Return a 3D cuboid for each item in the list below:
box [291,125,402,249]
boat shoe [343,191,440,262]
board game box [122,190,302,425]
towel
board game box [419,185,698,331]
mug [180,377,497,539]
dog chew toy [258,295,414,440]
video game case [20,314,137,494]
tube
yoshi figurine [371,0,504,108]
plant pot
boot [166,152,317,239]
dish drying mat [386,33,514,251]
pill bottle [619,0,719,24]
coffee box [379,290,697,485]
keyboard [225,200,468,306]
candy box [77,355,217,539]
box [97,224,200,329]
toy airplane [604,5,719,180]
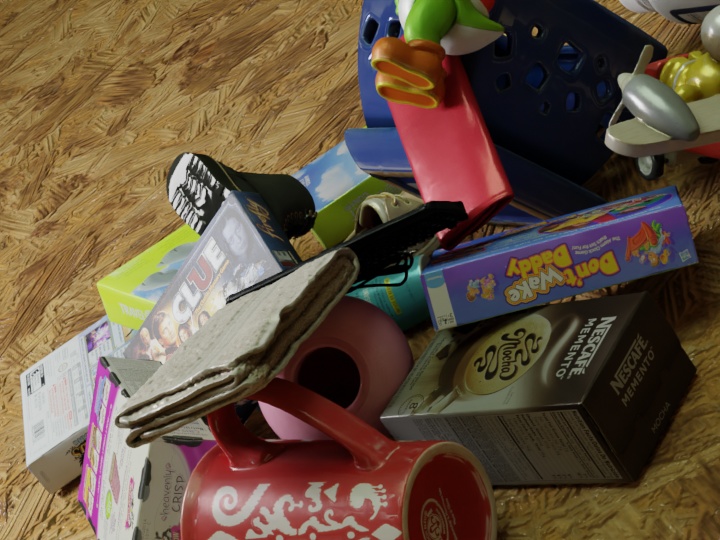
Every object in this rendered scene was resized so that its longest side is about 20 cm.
[{"bbox_3d":[0.012,-0.100,1.923,0.199,0.048,0.122,-33,24,9],"label":"box"},{"bbox_3d":[0.026,-0.036,1.770,0.073,0.069,0.200,-3,41,50],"label":"boat shoe"},{"bbox_3d":[-0.118,0.051,1.679,0.201,0.034,0.136,-54,53,28],"label":"board game box"},{"bbox_3d":[-0.087,0.051,1.400,0.132,0.035,0.200,-25,13,29],"label":"towel"},{"bbox_3d":[0.150,-0.011,1.478,0.198,0.045,0.134,-15,6,9],"label":"board game box"},{"bbox_3d":[-0.025,0.168,1.378,0.199,0.177,0.134,-6,52,41],"label":"mug"},{"bbox_3d":[-0.014,0.082,1.543,0.124,0.125,0.200,-35,-4,5],"label":"dog chew toy"},{"bbox_3d":[-0.243,0.108,1.903,0.181,0.046,0.200,-35,25,4],"label":"video game case"},{"bbox_3d":[-0.020,0.049,1.701,0.199,0.078,0.050,-26,-17,21],"label":"tube"},{"bbox_3d":[0.049,-0.239,1.534,0.112,0.112,0.202,5,70,48],"label":"yoshi figurine"},{"bbox_3d":[0.111,-0.144,1.670,0.199,0.199,0.181,6,77,54],"label":"plant pot"},{"bbox_3d":[-0.070,-0.031,1.759,0.078,0.138,0.201,-53,54,28],"label":"boot"},{"bbox_3d":[0.065,-0.113,1.551,0.077,0.018,0.201,-42,48,30],"label":"dish drying mat"},{"bbox_3d":[0.318,-0.279,1.753,0.199,0.111,0.111,2,45,53],"label":"pill bottle"},{"bbox_3d":[0.126,0.089,1.412,0.199,0.080,0.113,-9,36,46],"label":"coffee box"},{"bbox_3d":[0.000,0.000,1.505,0.199,0.040,0.104,-24,-9,28],"label":"keyboard"},{"bbox_3d":[-0.178,0.167,1.618,0.200,0.060,0.138,-138,55,-65],"label":"candy box"},{"bbox_3d":[-0.143,0.019,1.840,0.122,0.048,0.199,-35,31,-31],"label":"box"},{"bbox_3d":[0.290,-0.131,1.493,0.197,0.143,0.200,-1,18,16],"label":"toy airplane"}]
